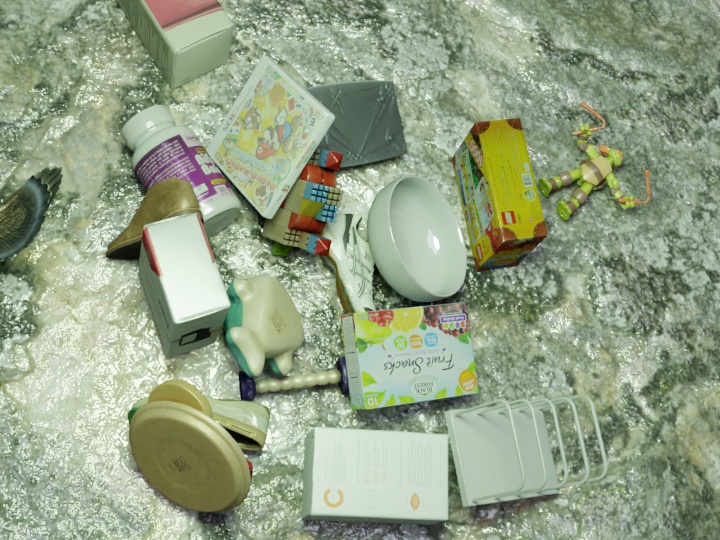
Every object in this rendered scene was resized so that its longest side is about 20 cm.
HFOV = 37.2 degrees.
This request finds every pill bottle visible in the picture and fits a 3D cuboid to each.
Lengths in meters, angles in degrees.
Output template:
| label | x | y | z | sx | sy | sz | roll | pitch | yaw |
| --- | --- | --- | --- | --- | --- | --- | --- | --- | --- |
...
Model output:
| label | x | y | z | sx | sy | sz | roll | pitch | yaw |
| --- | --- | --- | --- | --- | --- | --- | --- | --- | --- |
| pill bottle | -0.277 | -0.148 | 1.629 | 0.112 | 0.112 | 0.200 | -32 | 82 | -18 |

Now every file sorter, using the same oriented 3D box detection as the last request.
| label | x | y | z | sx | sy | sz | roll | pitch | yaw |
| --- | --- | --- | --- | --- | --- | --- | --- | --- | --- |
| file sorter | 0.247 | 0.256 | 1.560 | 0.199 | 0.124 | 0.139 | 3 | 70 | -40 |

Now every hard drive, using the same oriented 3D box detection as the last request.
| label | x | y | z | sx | sy | sz | roll | pitch | yaw |
| --- | --- | --- | --- | --- | --- | --- | --- | --- | --- |
| hard drive | -0.031 | -0.231 | 1.719 | 0.199 | 0.042 | 0.136 | -12 | 89 | -23 |

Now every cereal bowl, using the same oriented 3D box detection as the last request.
| label | x | y | z | sx | sy | sz | roll | pitch | yaw |
| --- | --- | --- | --- | --- | --- | --- | --- | --- | --- |
| cereal bowl | 0.076 | -0.042 | 1.655 | 0.200 | 0.083 | 0.201 | 28 | 52 | -42 |

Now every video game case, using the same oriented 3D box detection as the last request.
| label | x | y | z | sx | sy | sz | roll | pitch | yaw |
| --- | --- | --- | --- | --- | --- | --- | --- | --- | --- |
| video game case | -0.141 | -0.204 | 1.617 | 0.182 | 0.023 | 0.200 | -56 | 49 | 15 |

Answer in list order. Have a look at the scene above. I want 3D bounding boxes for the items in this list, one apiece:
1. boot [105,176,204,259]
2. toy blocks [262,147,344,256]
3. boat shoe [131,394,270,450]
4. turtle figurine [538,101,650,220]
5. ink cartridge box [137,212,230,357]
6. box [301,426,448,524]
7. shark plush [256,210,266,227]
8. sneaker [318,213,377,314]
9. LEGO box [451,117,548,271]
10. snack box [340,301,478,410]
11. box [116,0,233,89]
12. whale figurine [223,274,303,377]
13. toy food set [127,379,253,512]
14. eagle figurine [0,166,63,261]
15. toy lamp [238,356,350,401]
| label | x | y | z | sx | sy | sz | roll | pitch | yaw |
| --- | --- | --- | --- | --- | --- | --- | --- | --- | --- |
| boot | -0.306 | -0.072 | 1.572 | 0.073 | 0.200 | 0.076 | 3 | 66 | -50 |
| toy blocks | -0.079 | -0.109 | 1.602 | 0.100 | 0.137 | 0.201 | 10 | 97 | -33 |
| boat shoe | -0.229 | 0.221 | 1.537 | 0.199 | 0.074 | 0.067 | 4 | 51 | -10 |
| turtle figurine | 0.378 | -0.168 | 1.791 | 0.161 | 0.064 | 0.200 | -32 | 90 | -11 |
| ink cartridge box | -0.257 | 0.025 | 1.533 | 0.083 | 0.200 | 0.146 | -17 | 77 | -18 |
| box | 0.020 | 0.300 | 1.555 | 0.199 | 0.098 | 0.125 | 5 | 72 | -10 |
| shark plush | -0.143 | -0.172 | 1.690 | 0.083 | 0.091 | 0.201 | 13 | 60 | -40 |
| sneaker | 0.000 | 0.000 | 1.657 | 0.087 | 0.076 | 0.201 | -19 | 78 | -16 |
| LEGO box | 0.218 | -0.119 | 1.699 | 0.077 | 0.149 | 0.201 | -7 | 74 | -13 |
| snack box | 0.075 | 0.127 | 1.608 | 0.199 | 0.053 | 0.143 | -5 | 85 | -28 |
| box | -0.300 | -0.415 | 1.700 | 0.109 | 0.128 | 0.200 | -30 | 81 | -19 |
| whale figurine | -0.158 | 0.089 | 1.547 | 0.103 | 0.200 | 0.160 | -23 | 106 | 19 |
| toy food set | -0.237 | 0.253 | 1.479 | 0.200 | 0.198 | 0.049 | 43 | 40 | -5 |
| eagle figurine | -0.522 | -0.071 | 1.535 | 0.199 | 0.151 | 0.152 | -12 | 65 | -7 |
| toy lamp | -0.081 | 0.163 | 1.601 | 0.199 | 0.058 | 0.058 | -4 | 74 | -12 |
